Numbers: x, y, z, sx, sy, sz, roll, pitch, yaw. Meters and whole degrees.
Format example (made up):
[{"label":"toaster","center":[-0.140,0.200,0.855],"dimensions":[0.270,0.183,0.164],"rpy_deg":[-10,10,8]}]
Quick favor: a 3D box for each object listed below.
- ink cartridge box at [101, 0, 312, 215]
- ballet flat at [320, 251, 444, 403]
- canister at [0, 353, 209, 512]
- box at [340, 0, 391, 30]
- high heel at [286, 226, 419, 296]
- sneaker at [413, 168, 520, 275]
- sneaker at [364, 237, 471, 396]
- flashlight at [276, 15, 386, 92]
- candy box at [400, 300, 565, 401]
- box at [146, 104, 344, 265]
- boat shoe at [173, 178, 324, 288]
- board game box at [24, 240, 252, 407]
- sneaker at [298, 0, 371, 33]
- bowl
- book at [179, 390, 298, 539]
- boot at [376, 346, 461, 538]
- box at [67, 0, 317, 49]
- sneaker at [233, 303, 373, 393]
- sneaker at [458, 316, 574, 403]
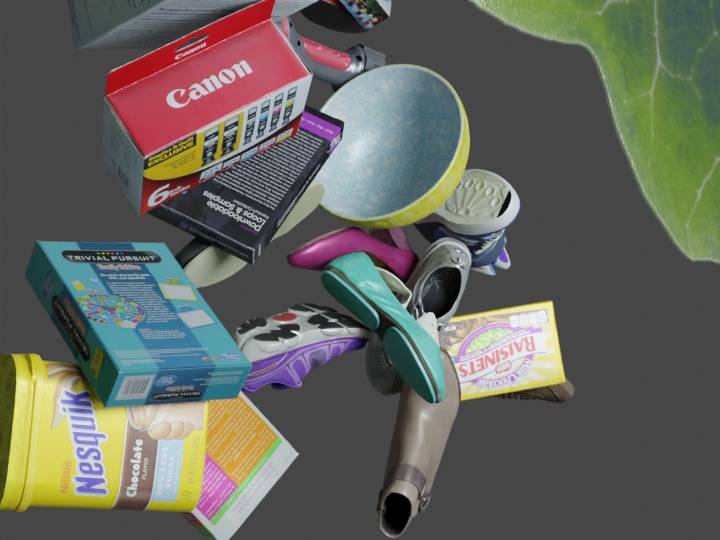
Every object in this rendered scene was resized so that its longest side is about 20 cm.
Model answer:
[{"label":"ink cartridge box","center":[-0.156,-0.166,1.547],"dimensions":[0.200,0.176,0.084],"rpy_deg":[-30,75,-20]},{"label":"ballet flat","center":[0.043,0.054,1.690],"dimensions":[0.070,0.067,0.200],"rpy_deg":[-36,77,-26]},{"label":"canister","center":[-0.254,0.161,1.485],"dimensions":[0.200,0.087,0.149],"rpy_deg":[7,84,-29]},{"label":"box","center":[-0.011,-0.393,1.786],"dimensions":[0.137,0.038,0.200],"rpy_deg":[45,34,-33]},{"label":"high heel","center":[0.000,0.000,1.761],"dimensions":[0.200,0.067,0.096],"rpy_deg":[-12,80,-44]},{"label":"sneaker","center":[0.152,-0.050,1.816],"dimensions":[0.146,0.200,0.081],"rpy_deg":[37,72,-33]},{"label":"sneaker","center":[0.063,0.056,1.758],"dimensions":[0.075,0.082,0.200],"rpy_deg":[24,100,-6]},{"label":"flashlight","center":[-0.055,-0.257,1.764],"dimensions":[0.200,0.068,0.068],"rpy_deg":[13,60,-38]},{"label":"candy box","center":[0.141,0.102,1.830],"dimensions":[0.199,0.026,0.102],"rpy_deg":[-10,91,-8]},{"label":"box","center":[-0.126,-0.113,1.646],"dimensions":[0.143,0.036,0.200],"rpy_deg":[26,57,12]},{"label":"boat shoe","center":[-0.131,-0.052,1.671],"dimensions":[0.063,0.074,0.201],"rpy_deg":[41,62,19]},{"label":"board game box","center":[-0.220,0.049,1.503],"dimensions":[0.151,0.200,0.047],"rpy_deg":[0,127,-40]},{"label":"sneaker","center":[-0.059,-0.358,1.776],"dimensions":[0.201,0.067,0.108],"rpy_deg":[21,72,-33]},{"label":"bowl","center":[0.044,-0.126,1.765],"dimensions":[0.108,0.200,0.201],"rpy_deg":[43,54,-56]},{"label":"book","center":[-0.174,0.174,1.605],"dimensions":[0.200,0.048,0.134],"rpy_deg":[51,58,-21]},{"label":"boot","center":[0.062,0.202,1.729],"dimensions":[0.146,0.070,0.200],"rpy_deg":[-66,163,-46]},{"label":"box","center":[-0.179,-0.302,1.577],"dimensions":[0.184,0.200,0.105],"rpy_deg":[-7,86,-41]},{"label":"sneaker","center":[-0.070,0.089,1.702],"dimensions":[0.200,0.081,0.084],"rpy_deg":[-11,119,-45]},{"label":"sneaker","center":[0.178,0.131,1.907],"dimensions":[0.200,0.070,0.076],"rpy_deg":[32,80,-26]}]
